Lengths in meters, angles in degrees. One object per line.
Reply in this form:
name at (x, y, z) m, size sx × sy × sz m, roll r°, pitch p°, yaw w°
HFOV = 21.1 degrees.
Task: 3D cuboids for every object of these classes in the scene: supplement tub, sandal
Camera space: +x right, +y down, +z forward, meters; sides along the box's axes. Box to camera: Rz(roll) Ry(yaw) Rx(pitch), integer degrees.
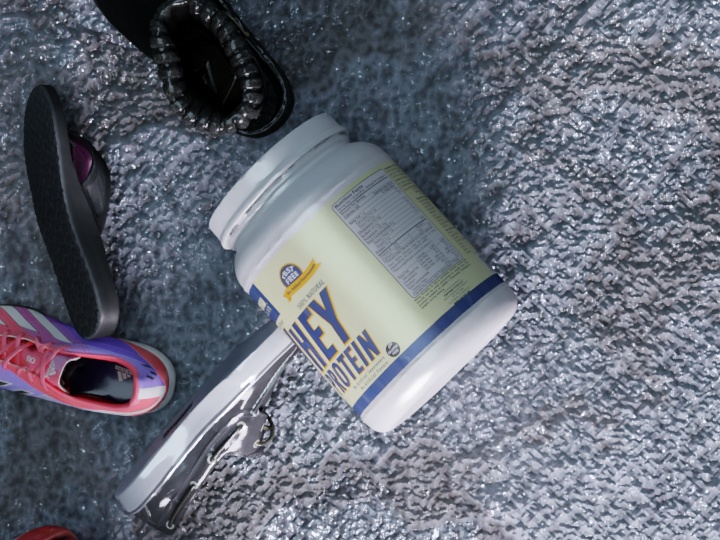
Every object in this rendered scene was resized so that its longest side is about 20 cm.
supplement tub at (0.000, 0.000, 1.408) m, size 0.145 × 0.145 × 0.200 m, roll -44°, pitch 83°, yaw 9°
sandal at (-0.217, -0.046, 1.496) m, size 0.075 × 0.048 × 0.202 m, roll -28°, pitch 75°, yaw 55°

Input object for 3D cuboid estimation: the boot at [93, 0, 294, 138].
boot at (-0.137, -0.181, 1.424) m, size 0.211 × 0.158 × 0.080 m, roll 42°, pitch 99°, yaw 8°

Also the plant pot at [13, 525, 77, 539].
plant pot at (-0.210, 0.300, 1.433) m, size 0.182 × 0.200 × 0.202 m, roll 28°, pitch 97°, yaw 12°

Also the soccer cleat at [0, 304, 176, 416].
soccer cleat at (-0.244, 0.070, 1.496) m, size 0.198 × 0.073 × 0.069 m, roll 13°, pitch 94°, yaw 11°

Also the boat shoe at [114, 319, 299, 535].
boat shoe at (-0.102, 0.122, 1.475) m, size 0.066 × 0.070 × 0.200 m, roll 41°, pitch 96°, yaw -10°
